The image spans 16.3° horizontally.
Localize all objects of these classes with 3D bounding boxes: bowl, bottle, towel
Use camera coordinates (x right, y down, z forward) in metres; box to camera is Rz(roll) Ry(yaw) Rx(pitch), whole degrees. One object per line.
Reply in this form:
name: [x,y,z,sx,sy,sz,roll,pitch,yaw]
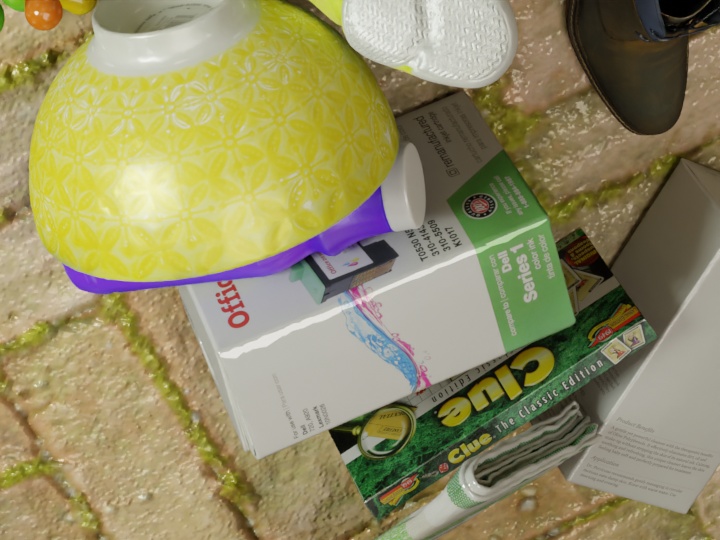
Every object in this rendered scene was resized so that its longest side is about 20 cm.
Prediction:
bowl: [-0.087,-0.092,1.298,0.199,0.200,0.108,-20,121,-8]
bottle: [-0.065,-0.036,1.370,0.198,0.084,0.066,-6,135,15]
towel: [0.039,0.149,1.533,0.200,0.031,0.149,-36,170,36]

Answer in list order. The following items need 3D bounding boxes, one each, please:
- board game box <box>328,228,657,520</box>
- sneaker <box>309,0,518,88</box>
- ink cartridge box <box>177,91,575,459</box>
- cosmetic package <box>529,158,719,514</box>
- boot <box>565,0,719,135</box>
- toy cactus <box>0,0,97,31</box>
board game box: [0.073,0.061,1.521,0.199,0.105,0.024,-34,130,2]
sneaker: [-0.001,-0.163,1.305,0.199,0.105,0.076,35,99,5]
ink cartridge box: [0.000,0.000,1.423,0.199,0.145,0.084,-22,128,-5]
cosmetic package: [0.203,0.044,1.574,0.107,0.085,0.201,19,114,-32]
boot: [0.164,-0.141,1.422,0.074,0.097,0.201,-21,128,-6]
toy cactus: [-0.221,-0.181,1.254,0.199,0.102,0.166,-18,119,2]
